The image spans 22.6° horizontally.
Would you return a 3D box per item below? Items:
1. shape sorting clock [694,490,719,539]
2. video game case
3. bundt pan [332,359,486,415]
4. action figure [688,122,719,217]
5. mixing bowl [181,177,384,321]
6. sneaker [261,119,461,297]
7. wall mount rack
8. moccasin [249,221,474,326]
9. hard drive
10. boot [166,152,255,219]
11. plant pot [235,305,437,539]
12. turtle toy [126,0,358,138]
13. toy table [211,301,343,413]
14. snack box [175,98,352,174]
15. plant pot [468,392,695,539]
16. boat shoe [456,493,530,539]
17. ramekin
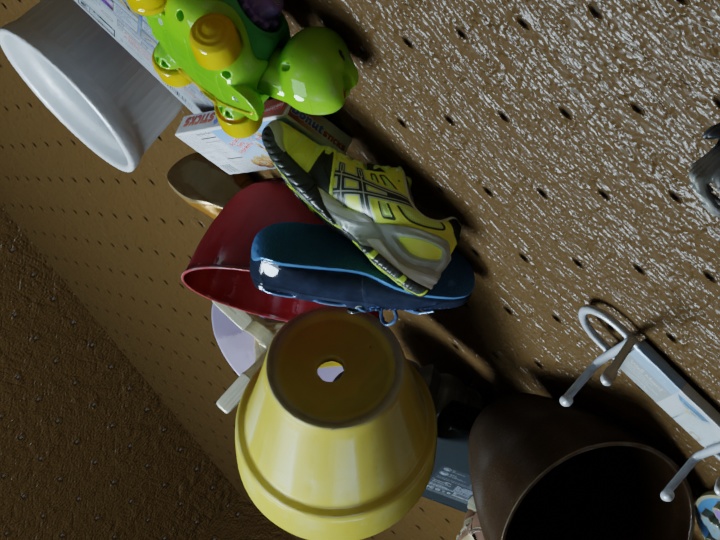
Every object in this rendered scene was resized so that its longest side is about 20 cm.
[{"bbox_3d":[0.363,0.266,1.542,0.200,0.039,0.200,41,166,12],"label":"shape sorting clock"},{"bbox_3d":[-0.185,-0.230,1.663,0.200,0.045,0.181,43,168,1],"label":"video game case"},{"bbox_3d":[0.052,0.158,1.946,0.200,0.076,0.202,13,152,7],"label":"bundt pan"},{"bbox_3d":[0.227,-0.048,0.875,0.200,0.102,0.119,52,176,-33],"label":"action figure"},{"bbox_3d":[-0.063,-0.022,1.721,0.199,0.109,0.200,12,167,3],"label":"mixing bowl"},{"bbox_3d":[0.000,-0.066,1.542,0.200,0.076,0.075,41,178,6],"label":"sneaker"},{"bbox_3d":[0.232,0.114,1.396,0.200,0.075,0.174,43,166,3],"label":"wall mount rack"},{"bbox_3d":[0.000,0.000,1.597,0.199,0.081,0.068,13,141,-6],"label":"moccasin"},{"bbox_3d":[0.124,0.203,1.867,0.139,0.033,0.200,21,153,-6],"label":"hard drive"},{"bbox_3d":[-0.119,-0.047,1.959,0.201,0.071,0.144,23,153,45],"label":"boot"},{"bbox_3d":[-0.024,0.132,1.714,0.200,0.201,0.189,39,158,20],"label":"plant pot"},{"bbox_3d":[-0.093,-0.181,1.418,0.200,0.101,0.146,39,165,21],"label":"turtle toy"},{"bbox_3d":[-0.098,0.090,2.125,0.199,0.185,0.117,31,-179,4],"label":"toy table"},{"bbox_3d":[-0.092,-0.121,1.641,0.072,0.024,0.199,37,159,-28],"label":"snack box"},{"bbox_3d":[0.176,0.197,1.645,0.187,0.187,0.200,52,179,-28],"label":"plant pot"},{"bbox_3d":[0.136,0.268,1.800,0.075,0.072,0.200,25,174,2],"label":"boat shoe"},{"bbox_3d":[-0.277,-0.208,1.892,0.200,0.098,0.201,42,167,12],"label":"ramekin"}]
